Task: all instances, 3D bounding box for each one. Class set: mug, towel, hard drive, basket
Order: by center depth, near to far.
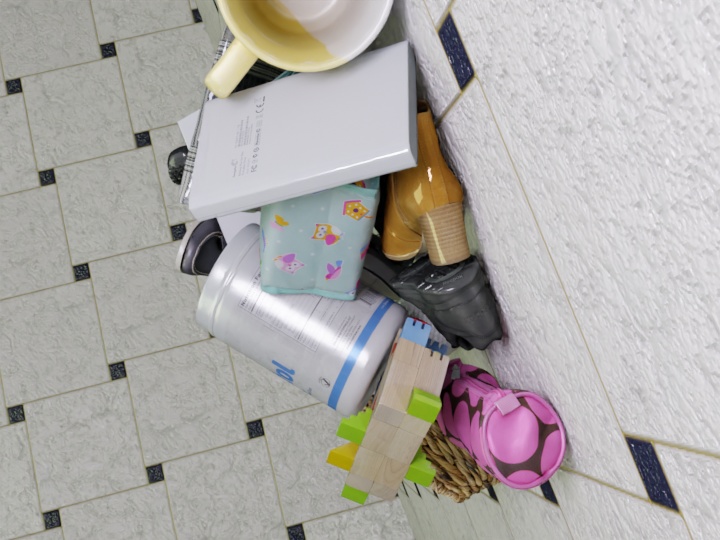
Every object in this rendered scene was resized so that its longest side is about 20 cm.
[{"bbox_3d":[-0.048,-0.119,0.822,0.026,0.197,0.134,58,-154,-47],"label":"hard drive"},{"bbox_3d":[-0.067,-0.252,0.845,0.153,0.184,0.152,-107,-1,-73],"label":"mug"},{"bbox_3d":[-0.111,-0.155,1.006,0.199,0.034,0.196,1,-74,-66],"label":"towel"},{"bbox_3d":[0.082,0.220,1.203,0.200,0.147,0.145,-157,46,-79],"label":"basket"}]

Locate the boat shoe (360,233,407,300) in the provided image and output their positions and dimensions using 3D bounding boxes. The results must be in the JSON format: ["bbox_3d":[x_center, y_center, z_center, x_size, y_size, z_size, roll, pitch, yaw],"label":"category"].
[{"bbox_3d":[0.000,0.000,1.133,0.199,0.070,0.072,29,-151,-50],"label":"boat shoe"}]

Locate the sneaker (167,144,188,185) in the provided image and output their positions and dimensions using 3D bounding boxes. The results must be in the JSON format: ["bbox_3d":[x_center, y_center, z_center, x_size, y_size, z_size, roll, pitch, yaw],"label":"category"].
[{"bbox_3d":[-0.203,-0.165,1.281,0.200,0.075,0.089,-9,-96,-70],"label":"sneaker"}]

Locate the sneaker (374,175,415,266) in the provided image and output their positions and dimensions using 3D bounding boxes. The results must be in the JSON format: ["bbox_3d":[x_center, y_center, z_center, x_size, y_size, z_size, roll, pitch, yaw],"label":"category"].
[{"bbox_3d":[0.005,-0.093,1.108,0.073,0.081,0.203,-156,44,-77],"label":"sneaker"}]

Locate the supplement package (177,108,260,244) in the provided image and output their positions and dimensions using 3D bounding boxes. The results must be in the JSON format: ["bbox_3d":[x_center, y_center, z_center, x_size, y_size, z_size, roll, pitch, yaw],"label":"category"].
[{"bbox_3d":[-0.093,-0.129,1.211,0.194,0.145,0.200,67,-161,2],"label":"supplement package"}]

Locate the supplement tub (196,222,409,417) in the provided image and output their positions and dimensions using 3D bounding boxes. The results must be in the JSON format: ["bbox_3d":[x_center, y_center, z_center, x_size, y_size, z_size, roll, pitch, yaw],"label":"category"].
[{"bbox_3d":[-0.059,0.052,1.023,0.198,0.133,0.132,29,164,10],"label":"supplement tub"}]

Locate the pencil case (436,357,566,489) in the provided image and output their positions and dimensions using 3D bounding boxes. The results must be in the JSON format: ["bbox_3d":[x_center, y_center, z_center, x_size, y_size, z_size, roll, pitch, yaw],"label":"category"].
[{"bbox_3d":[0.124,0.139,0.911,0.200,0.089,0.095,-175,70,-79],"label":"pencil case"}]

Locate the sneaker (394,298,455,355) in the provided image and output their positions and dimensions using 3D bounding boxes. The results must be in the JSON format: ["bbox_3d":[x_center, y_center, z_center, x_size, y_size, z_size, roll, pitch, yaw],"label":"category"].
[{"bbox_3d":[0.079,0.065,1.125,0.199,0.103,0.077,-23,80,54],"label":"sneaker"}]

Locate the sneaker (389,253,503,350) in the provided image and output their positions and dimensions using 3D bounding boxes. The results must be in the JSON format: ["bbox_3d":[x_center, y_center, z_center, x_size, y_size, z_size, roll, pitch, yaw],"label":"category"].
[{"bbox_3d":[0.085,0.032,0.947,0.092,0.075,0.200,59,178,-10],"label":"sneaker"}]

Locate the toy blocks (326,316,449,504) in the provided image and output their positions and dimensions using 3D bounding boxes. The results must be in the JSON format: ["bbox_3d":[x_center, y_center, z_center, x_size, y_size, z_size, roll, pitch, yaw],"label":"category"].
[{"bbox_3d":[0.041,0.121,0.926,0.201,0.098,0.138,108,-178,-49],"label":"toy blocks"}]

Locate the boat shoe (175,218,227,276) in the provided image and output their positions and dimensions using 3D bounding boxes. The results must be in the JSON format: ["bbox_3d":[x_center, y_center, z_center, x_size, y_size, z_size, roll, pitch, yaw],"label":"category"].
[{"bbox_3d":[-0.164,-0.024,1.181,0.200,0.062,0.074,-17,-51,-76],"label":"boat shoe"}]

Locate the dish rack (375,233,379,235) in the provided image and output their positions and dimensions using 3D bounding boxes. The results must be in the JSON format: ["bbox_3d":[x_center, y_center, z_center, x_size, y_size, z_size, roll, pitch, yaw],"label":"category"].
[{"bbox_3d":[-0.041,-0.006,1.268,0.153,0.197,0.055,136,119,-83],"label":"dish rack"}]

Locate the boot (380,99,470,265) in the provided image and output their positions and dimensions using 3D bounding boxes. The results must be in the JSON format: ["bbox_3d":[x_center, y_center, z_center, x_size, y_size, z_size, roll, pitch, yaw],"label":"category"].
[{"bbox_3d":[0.049,-0.086,0.909,0.201,0.070,0.146,-160,54,-76],"label":"boot"}]

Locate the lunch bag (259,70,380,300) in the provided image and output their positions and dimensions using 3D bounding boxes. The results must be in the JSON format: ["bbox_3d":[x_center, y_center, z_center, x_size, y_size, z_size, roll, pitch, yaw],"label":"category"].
[{"bbox_3d":[-0.044,-0.101,0.953,0.172,0.120,0.202,105,167,-51],"label":"lunch bag"}]
